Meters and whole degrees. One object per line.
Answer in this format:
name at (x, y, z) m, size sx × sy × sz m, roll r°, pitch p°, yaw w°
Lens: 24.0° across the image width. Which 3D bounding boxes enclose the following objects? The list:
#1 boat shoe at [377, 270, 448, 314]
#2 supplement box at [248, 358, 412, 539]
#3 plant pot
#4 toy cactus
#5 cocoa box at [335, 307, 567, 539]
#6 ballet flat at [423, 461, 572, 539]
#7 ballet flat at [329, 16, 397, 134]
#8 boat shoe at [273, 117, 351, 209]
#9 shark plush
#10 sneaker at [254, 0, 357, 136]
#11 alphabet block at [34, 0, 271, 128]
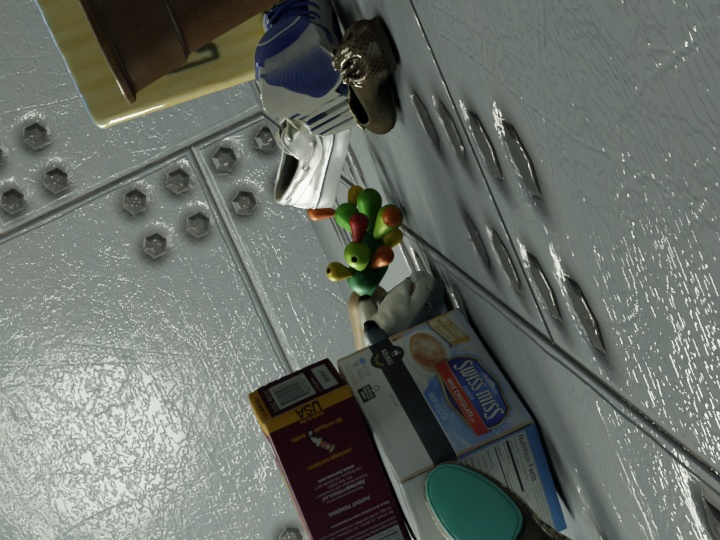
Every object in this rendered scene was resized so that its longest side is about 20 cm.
boat shoe at (0.073, 0.096, 1.720) m, size 0.202 × 0.070 × 0.072 m, roll 65°, pitch 176°, yaw -19°
supplement box at (-0.021, 0.195, 1.519) m, size 0.110 × 0.085 × 0.202 m, roll -136°, pitch 23°, yaw -76°
plant pot at (-0.108, -0.244, 1.121) m, size 0.200 × 0.196 × 0.202 m, roll 154°, pitch 90°, yaw -87°
toy cactus at (0.000, 0.000, 1.736) m, size 0.200 × 0.101 × 0.167 m, roll -122°, pitch 30°, yaw -82°
cocoa box at (0.080, 0.154, 1.519) m, size 0.200 × 0.130 × 0.134 m, roll -121°, pitch 9°, yaw -56°
ballet flat at (0.135, 0.228, 1.370) m, size 0.199 × 0.068 × 0.075 m, roll 33°, pitch 177°, yaw 31°
ballet flat at (0.000, -0.150, 1.349) m, size 0.200 × 0.046 × 0.068 m, roll 91°, pitch 155°, yaw -82°
boat shoe at (-0.049, -0.131, 1.641) m, size 0.201 × 0.064 × 0.074 m, roll 99°, pitch 161°, yaw -45°
shark plush at (0.047, 0.108, 1.636) m, size 0.091 × 0.082 × 0.203 m, roll -121°, pitch 26°, yaw -84°
sneaker at (-0.055, -0.193, 1.462) m, size 0.116 × 0.080 × 0.199 m, roll 66°, pitch -171°, yaw 14°
alphabet block at (-0.183, -0.281, 1.590) m, size 0.196 × 0.198 × 0.198 m, roll -89°, pitch -21°, yaw -56°
